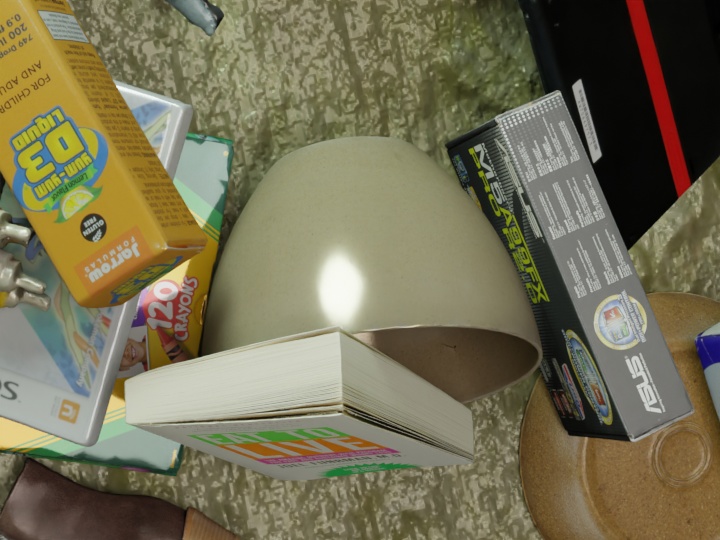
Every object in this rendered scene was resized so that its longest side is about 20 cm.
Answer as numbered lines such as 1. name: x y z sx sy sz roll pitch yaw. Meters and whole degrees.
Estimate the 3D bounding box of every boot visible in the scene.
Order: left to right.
1. boot: -0.160 0.228 1.483 0.165 0.072 0.201 19 91 -6

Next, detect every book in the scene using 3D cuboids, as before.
1. book: -0.031 0.083 1.409 0.133 0.200 0.048 -9 74 22

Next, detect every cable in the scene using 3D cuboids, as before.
1. cable: -0.265 -0.029 1.362 0.198 0.097 0.051 9 52 10

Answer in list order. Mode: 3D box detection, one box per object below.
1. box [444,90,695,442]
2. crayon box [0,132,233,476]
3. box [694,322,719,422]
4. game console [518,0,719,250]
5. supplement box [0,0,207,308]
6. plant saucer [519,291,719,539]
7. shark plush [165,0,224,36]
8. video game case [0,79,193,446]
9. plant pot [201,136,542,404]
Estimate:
1. box: 0.121 0.001 1.465 0.044 0.160 0.201 -23 92 -8
2. crayon box: -0.152 0.011 1.453 0.118 0.058 0.202 9 93 -17
3. box: 0.335 0.096 1.565 0.183 0.105 0.201 -26 104 -30
4. game console: 0.167 -0.130 1.492 0.177 0.031 0.201 -42 127 -33
5. supplement box: -0.166 -0.081 1.345 0.066 0.069 0.201 -33 85 14
6. plant saucer: 0.200 0.116 1.584 0.198 0.035 0.202 -2 97 -16
7. shark plush: -0.167 -0.199 1.407 0.199 0.091 0.083 22 127 -24
8. video game case: -0.206 -0.023 1.400 0.181 0.022 0.202 18 94 13
9. plant pot: 0.000 0.000 1.445 0.199 0.200 0.136 -1 72 -17
